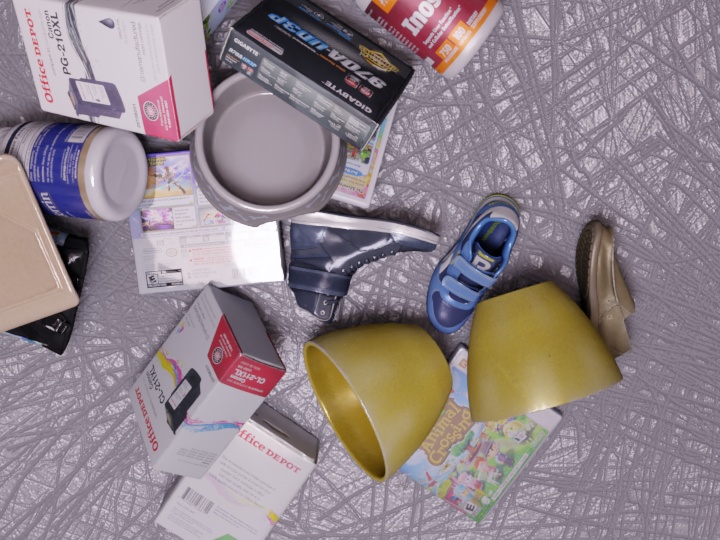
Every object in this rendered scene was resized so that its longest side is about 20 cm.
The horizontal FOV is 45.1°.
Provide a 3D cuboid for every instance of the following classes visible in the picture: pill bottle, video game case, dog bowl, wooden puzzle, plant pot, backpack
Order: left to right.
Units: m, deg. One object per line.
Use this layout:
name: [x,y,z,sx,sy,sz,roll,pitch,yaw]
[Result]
wooden puzzle: [-0.458,-0.021,1.048,0.183,0.037,0.202,-18,108,4]
backpack: [-0.466,0.001,1.128,0.197,0.154,0.165,11,109,-22]
pill bottle: [-0.376,-0.127,1.080,0.197,0.116,0.118,6,104,21]
video game case: [-0.204,-0.070,1.147,0.197,0.045,0.184,-5,101,1]
dog bowl: [-0.112,-0.154,1.055,0.197,0.059,0.204,0,86,-5]
video game case: [-0.060,-0.195,1.104,0.197,0.024,0.185,16,84,-4]
plant pot: [0.035,0.148,1.130,0.141,0.200,0.202,-29,102,-19]
pill bottle: [0.067,-0.337,1.052,0.199,0.113,0.113,36,101,-7]
video game case: [0.156,0.233,1.225,0.181,0.022,0.201,34,101,-7]
plant pot: [0.217,0.095,1.106,0.197,0.200,0.144,-17,86,4]

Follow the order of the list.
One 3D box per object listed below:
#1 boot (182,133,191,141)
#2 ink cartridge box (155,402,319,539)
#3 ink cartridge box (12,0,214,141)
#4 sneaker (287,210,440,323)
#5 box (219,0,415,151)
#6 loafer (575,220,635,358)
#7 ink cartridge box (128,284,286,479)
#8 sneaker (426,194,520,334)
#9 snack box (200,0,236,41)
boot: [-0.300,-0.257,1.093,0.197,0.066,0.168,6,91,-7]
ink cartridge box: [-0.169,0.290,1.208,0.144,0.088,0.201,33,102,-7]
ink cartridge box: [-0.277,-0.244,0.980,0.197,0.085,0.146,14,130,20]
sneaker: [0.000,0.000,1.139,0.199,0.077,0.149,7,92,9]
box: [-0.046,-0.245,1.028,0.199,0.160,0.046,33,130,-2]
loafer: [0.328,0.028,1.155,0.066,0.076,0.203,-6,112,1]
ink cartridge box: [-0.204,0.147,1.130,0.082,0.146,0.201,25,110,-42]
sneaker: [0.146,-0.003,1.142,0.073,0.082,0.202,24,104,-6]
snack box: [-0.224,-0.373,1.039,0.168,0.068,0.201,36,84,-2]
